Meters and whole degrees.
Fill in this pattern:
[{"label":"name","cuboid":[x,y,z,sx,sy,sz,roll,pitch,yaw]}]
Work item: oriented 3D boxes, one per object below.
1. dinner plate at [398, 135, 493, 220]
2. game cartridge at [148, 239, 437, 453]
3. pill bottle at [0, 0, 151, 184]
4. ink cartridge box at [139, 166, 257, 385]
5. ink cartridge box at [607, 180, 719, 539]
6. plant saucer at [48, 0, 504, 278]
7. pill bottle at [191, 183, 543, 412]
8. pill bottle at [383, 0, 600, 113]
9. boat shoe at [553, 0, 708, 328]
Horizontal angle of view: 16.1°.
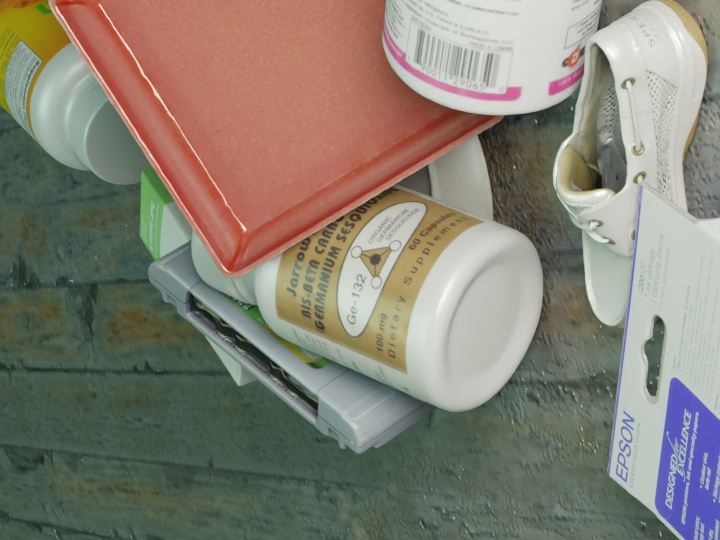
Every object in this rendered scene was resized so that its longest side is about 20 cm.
[{"label":"dinner plate","cuboid":[0.020,-0.085,1.586,0.200,0.024,0.200,49,152,38]},{"label":"game cartridge","cuboid":[-0.022,0.025,1.621,0.200,0.133,0.041,37,139,28]},{"label":"pill bottle","cuboid":[-0.217,-0.145,1.968,0.200,0.111,0.111,42,140,48]},{"label":"ink cartridge box","cuboid":[-0.057,0.003,1.714,0.200,0.117,0.067,54,150,38]},{"label":"ink cartridge box","cuboid":[0.206,0.077,1.303,0.200,0.043,0.198,44,141,44]},{"label":"plant saucer","cuboid":[-0.046,-0.127,1.464,0.200,0.200,0.037,57,-163,-7]},{"label":"pill bottle","cuboid":[0.000,0.000,1.531,0.200,0.114,0.115,22,127,33]},{"label":"pill bottle","cuboid":[0.078,-0.192,1.315,0.113,0.113,0.200,51,145,40]},{"label":"boat shoe","cuboid":[0.133,-0.050,1.352,0.071,0.069,0.200,42,141,45]}]
